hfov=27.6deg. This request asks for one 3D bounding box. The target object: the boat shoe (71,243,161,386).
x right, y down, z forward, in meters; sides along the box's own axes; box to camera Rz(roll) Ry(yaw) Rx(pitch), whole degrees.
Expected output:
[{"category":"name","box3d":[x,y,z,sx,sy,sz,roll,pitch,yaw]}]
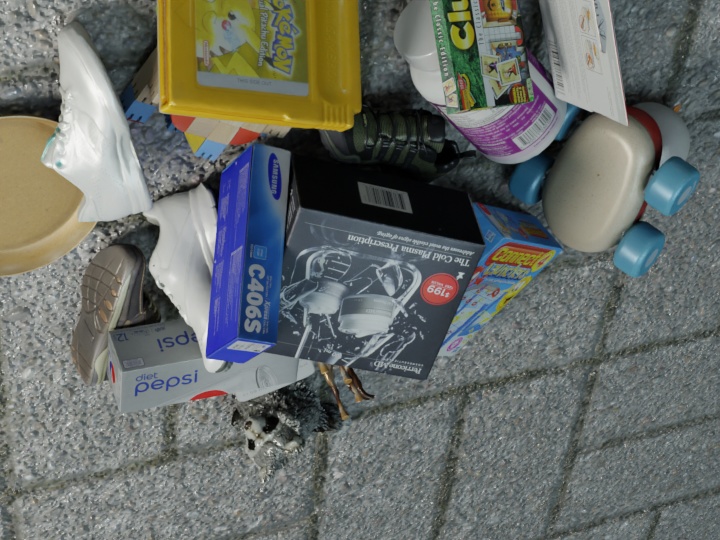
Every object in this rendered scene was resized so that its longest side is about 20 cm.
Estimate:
[{"category":"boat shoe","box3d":[-0.258,0.042,1.580,0.073,0.075,0.200,-10,144,-33]}]

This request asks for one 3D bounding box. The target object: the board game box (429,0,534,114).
[{"category":"board game box","box3d":[0.110,-0.255,1.407,0.105,0.023,0.200,-13,95,-36]}]

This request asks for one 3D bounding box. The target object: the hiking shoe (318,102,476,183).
[{"category":"hiking shoe","box3d":[0.035,-0.146,1.524,0.101,0.076,0.200,-23,154,30]}]

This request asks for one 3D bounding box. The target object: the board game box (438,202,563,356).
[{"category":"board game box","box3d":[0.119,0.015,1.703,0.196,0.056,0.200,-45,159,18]}]

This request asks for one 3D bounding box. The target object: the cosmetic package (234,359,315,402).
[{"category":"cosmetic package","box3d":[-0.123,0.049,1.648,0.102,0.074,0.200,-23,139,-7]}]

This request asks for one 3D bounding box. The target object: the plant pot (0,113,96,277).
[{"category":"plant pot","box3d":[-0.349,-0.077,1.438,0.200,0.027,0.200,-15,137,-14]}]

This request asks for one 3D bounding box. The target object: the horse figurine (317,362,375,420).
[{"category":"horse figurine","box3d":[-0.034,0.091,1.716,0.050,0.133,0.200,-21,149,2]}]

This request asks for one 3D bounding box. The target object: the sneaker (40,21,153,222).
[{"category":"sneaker","box3d":[-0.262,-0.131,1.375,0.088,0.075,0.200,-18,119,-6]}]

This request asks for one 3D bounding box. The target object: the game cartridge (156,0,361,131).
[{"category":"game cartridge","box3d":[-0.090,-0.222,1.345,0.200,0.176,0.032,2,171,-30]}]

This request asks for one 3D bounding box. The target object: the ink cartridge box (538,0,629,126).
[{"category":"ink cartridge box","box3d":[0.223,-0.252,1.416,0.044,0.174,0.200,-18,110,-12]}]

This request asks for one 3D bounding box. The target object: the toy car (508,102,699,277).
[{"category":"toy car","box3d":[0.310,-0.122,1.679,0.200,0.184,0.177,-28,148,-46]}]

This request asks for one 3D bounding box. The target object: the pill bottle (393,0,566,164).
[{"category":"pill bottle","box3d":[0.121,-0.202,1.507,0.112,0.112,0.200,-40,137,12]}]

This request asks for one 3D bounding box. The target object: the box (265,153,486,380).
[{"category":"box","box3d":[0.000,0.000,1.509,0.200,0.104,0.182,11,124,-16]}]

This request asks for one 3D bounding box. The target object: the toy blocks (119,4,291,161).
[{"category":"toy blocks","box3d":[-0.139,-0.168,1.427,0.200,0.100,0.137,12,135,-35]}]

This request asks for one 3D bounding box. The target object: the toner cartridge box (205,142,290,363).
[{"category":"toner cartridge box","box3d":[-0.111,-0.016,1.449,0.043,0.200,0.095,11,161,-24]}]

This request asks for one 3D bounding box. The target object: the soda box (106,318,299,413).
[{"category":"soda box","box3d":[-0.167,0.093,1.568,0.200,0.063,0.068,-9,135,-21]}]

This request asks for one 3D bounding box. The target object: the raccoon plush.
[{"category":"raccoon plush","box3d":[-0.065,0.195,1.774,0.200,0.134,0.097,8,125,-34]}]

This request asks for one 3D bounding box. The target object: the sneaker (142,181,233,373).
[{"category":"sneaker","box3d":[-0.172,0.012,1.523,0.087,0.200,0.075,-12,167,2]}]
